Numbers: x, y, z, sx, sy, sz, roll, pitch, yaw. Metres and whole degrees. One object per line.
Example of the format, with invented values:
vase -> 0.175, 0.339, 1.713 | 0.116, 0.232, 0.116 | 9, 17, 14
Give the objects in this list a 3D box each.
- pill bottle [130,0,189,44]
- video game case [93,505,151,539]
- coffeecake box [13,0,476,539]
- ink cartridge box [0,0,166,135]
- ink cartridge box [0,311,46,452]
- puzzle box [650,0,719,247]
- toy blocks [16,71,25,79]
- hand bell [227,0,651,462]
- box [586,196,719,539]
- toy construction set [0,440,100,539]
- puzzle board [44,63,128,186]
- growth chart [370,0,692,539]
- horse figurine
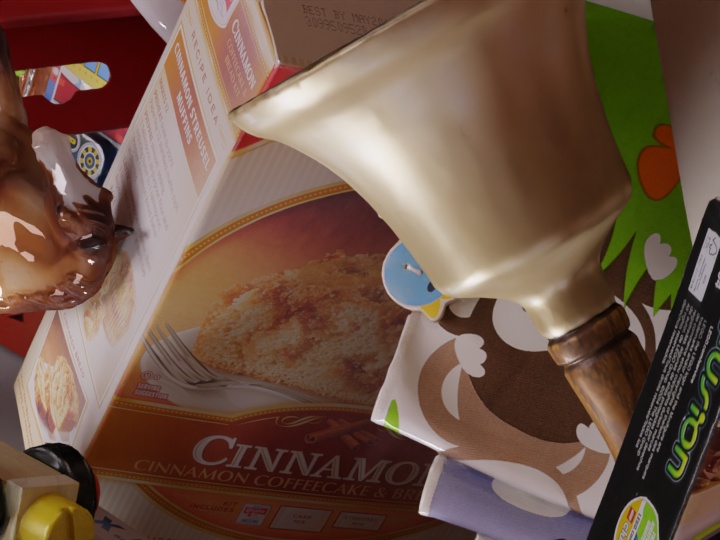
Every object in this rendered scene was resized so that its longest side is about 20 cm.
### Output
pill bottle -> 0.017, -0.148, 0.835 | 0.200, 0.113, 0.113 | -33, 45, 19
video game case -> -0.060, 0.187, 0.797 | 0.182, 0.022, 0.201 | 28, 109, 35
coffeecake box -> 0.000, 0.000, 0.848 | 0.200, 0.153, 0.073 | -62, 32, 37
ink cartridge box -> -0.099, -0.144, 0.930 | 0.067, 0.116, 0.201 | 8, 105, 63
ink cartridge box -> -0.082, 0.065, 0.941 | 0.200, 0.162, 0.050 | 31, 126, 49
puzzle box -> 0.130, -0.097, 0.686 | 0.133, 0.025, 0.201 | -24, 56, 30
toy blocks -> -0.149, -0.204, 1.333 | 0.136, 0.100, 0.201 | -22, 62, 49
hand bell -> 0.061, 0.022, 0.693 | 0.201, 0.104, 0.104 | 60, 152, -5
box -> 0.101, 0.086, 0.654 | 0.035, 0.110, 0.201 | 52, 129, 57
toy construction set -> -0.129, 0.105, 0.786 | 0.199, 0.092, 0.132 | 17, 104, 27
puzzle board -> -0.049, -0.056, 1.040 | 0.200, 0.017, 0.151 | 34, 115, 36
growth chart -> 0.072, 0.013, 0.731 | 0.018, 0.144, 0.201 | 38, -120, -81
horse figurine -> -0.145, -0.010, 0.885 | 0.200, 0.050, 0.133 | -43, 70, 37
